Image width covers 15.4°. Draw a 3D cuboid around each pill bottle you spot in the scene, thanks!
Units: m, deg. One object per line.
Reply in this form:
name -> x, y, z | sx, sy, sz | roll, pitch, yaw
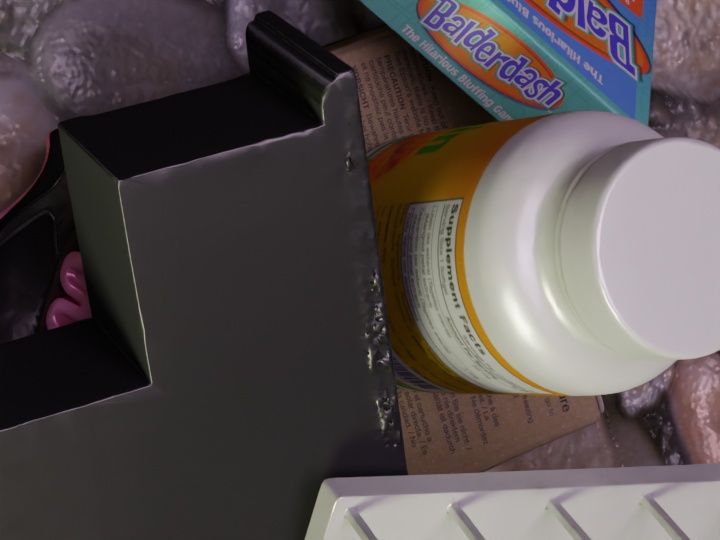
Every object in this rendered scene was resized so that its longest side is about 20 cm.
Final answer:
pill bottle -> 0.073, -0.006, 1.065 | 0.111, 0.200, 0.112 | 1, 88, -29

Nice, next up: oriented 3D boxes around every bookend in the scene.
bookend -> -0.095, 0.028, 1.019 | 0.199, 0.092, 0.200 | -17, 115, -18

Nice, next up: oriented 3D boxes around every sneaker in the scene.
sneaker -> -0.144, 0.024, 1.111 | 0.200, 0.095, 0.079 | -54, 148, 1

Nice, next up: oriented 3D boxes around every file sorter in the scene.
file sorter -> 0.079, 0.169, 1.043 | 0.199, 0.125, 0.139 | 1, 121, -29

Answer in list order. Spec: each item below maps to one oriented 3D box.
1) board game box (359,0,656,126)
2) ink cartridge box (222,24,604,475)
board game box -> 0.066, -0.150, 1.179 | 0.152, 0.045, 0.201 | 39, 35, -22
ink cartridge box -> 0.000, 0.000, 1.181 | 0.164, 0.075, 0.201 | -20, 97, -29
